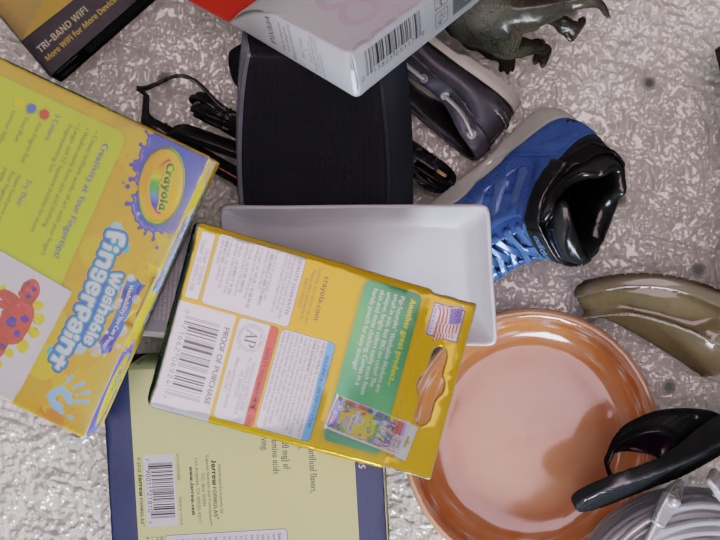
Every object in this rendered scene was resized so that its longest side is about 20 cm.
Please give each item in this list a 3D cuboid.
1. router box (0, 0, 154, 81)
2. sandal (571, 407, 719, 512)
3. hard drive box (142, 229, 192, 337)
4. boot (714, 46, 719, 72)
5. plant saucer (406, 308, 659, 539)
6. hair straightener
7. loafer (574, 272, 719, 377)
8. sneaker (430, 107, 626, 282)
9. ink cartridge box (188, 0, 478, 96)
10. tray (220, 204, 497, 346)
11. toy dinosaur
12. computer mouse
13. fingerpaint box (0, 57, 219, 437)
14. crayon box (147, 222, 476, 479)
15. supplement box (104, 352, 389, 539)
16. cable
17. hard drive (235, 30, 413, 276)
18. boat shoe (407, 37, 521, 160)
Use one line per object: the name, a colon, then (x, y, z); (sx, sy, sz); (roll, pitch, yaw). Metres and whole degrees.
router box: (-0.208, -0.270, 1.267); (0.200, 0.052, 0.158); (-41, 91, 0)
sandal: (0.238, 0.125, 1.243); (0.199, 0.075, 0.048); (-24, 71, -15)
hard drive box: (-0.211, 0.001, 1.221); (0.197, 0.156, 0.078); (5, 91, 0)
boot: (0.292, -0.085, 1.215); (0.063, 0.186, 0.203); (-8, 94, 14)
plant saucer: (0.130, 0.130, 1.285); (0.197, 0.037, 0.203); (0, 90, -1)
hair straightener: (-0.084, -0.100, 1.273); (0.199, 0.041, 0.077); (30, 116, 6)
loafer: (0.259, 0.046, 1.265); (0.197, 0.076, 0.068); (10, 85, -1)
sneaker: (0.114, -0.025, 1.237); (0.200, 0.111, 0.077); (-45, 127, -1)
ink cartridge box: (-0.020, -0.221, 1.192); (0.199, 0.057, 0.162); (35, 60, 27)
tray: (0.000, 0.000, 1.200); (0.197, 0.022, 0.109); (1, 114, 14)
toy dinosaur: (0.100, -0.187, 1.232); (0.101, 0.200, 0.078); (10, 104, -38)
computer mouse: (-0.010, -0.119, 1.258); (0.198, 0.059, 0.034); (28, 121, -12)
fingerpaint box: (-0.210, -0.017, 1.106); (0.165, 0.073, 0.202); (24, 91, 0)
crayon box: (-0.034, 0.055, 1.133); (0.198, 0.052, 0.127); (16, 89, -8)
supplement box: (-0.079, 0.159, 1.234); (0.197, 0.134, 0.203); (-3, 92, 0)
cable: (0.246, 0.264, 1.256); (0.200, 0.069, 0.200); (43, 92, -15)
hard drive: (-0.029, -0.073, 1.214); (0.133, 0.042, 0.202); (4, 111, 13)
boat shoe: (0.025, -0.154, 1.259); (0.199, 0.073, 0.063); (31, 80, -6)
